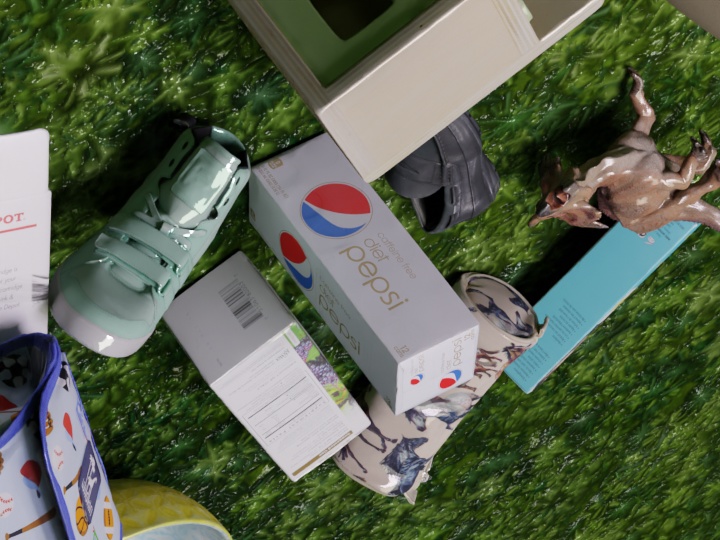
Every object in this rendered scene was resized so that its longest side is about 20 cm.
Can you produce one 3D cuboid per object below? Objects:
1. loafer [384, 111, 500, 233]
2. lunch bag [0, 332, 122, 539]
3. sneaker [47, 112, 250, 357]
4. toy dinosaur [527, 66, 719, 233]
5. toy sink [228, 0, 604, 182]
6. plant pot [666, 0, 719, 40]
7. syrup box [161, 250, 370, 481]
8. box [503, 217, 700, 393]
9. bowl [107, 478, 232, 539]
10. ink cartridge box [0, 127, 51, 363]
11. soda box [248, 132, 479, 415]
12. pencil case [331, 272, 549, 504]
[{"bbox_3d":[0.050,-0.082,1.847,0.070,0.068,0.201,-44,154,-6],"label":"loafer"},{"bbox_3d":[-0.232,0.157,1.586,0.200,0.124,0.170,-44,135,-36],"label":"lunch bag"},{"bbox_3d":[-0.133,-0.030,1.664,0.118,0.074,0.200,-55,-176,29],"label":"sneaker"},{"bbox_3d":[0.210,-0.062,2.002,0.136,0.086,0.200,-44,136,13],"label":"toy dinosaur"},{"bbox_3d":[0.034,-0.179,1.640,0.200,0.130,0.112,-36,149,1],"label":"toy sink"},{"bbox_3d":[0.321,-0.209,1.826,0.187,0.200,0.187,-26,147,-18],"label":"plant pot"},{"bbox_3d":[-0.069,0.075,1.929,0.081,0.079,0.200,-37,150,-1],"label":"syrup box"},{"bbox_3d":[0.195,0.011,2.116,0.200,0.049,0.082,-46,174,15],"label":"box"},{"bbox_3d":[-0.206,0.219,1.955,0.200,0.108,0.200,-26,147,-18],"label":"bowl"},{"bbox_3d":[-0.258,-0.001,1.604,0.116,0.067,0.200,-12,120,-32],"label":"ink cartridge box"},{"bbox_3d":[0.000,0.000,1.778,0.068,0.200,0.064,-25,147,-20],"label":"soda box"},{"bbox_3d":[0.063,0.093,2.085,0.089,0.078,0.200,32,113,-17],"label":"pencil case"}]
